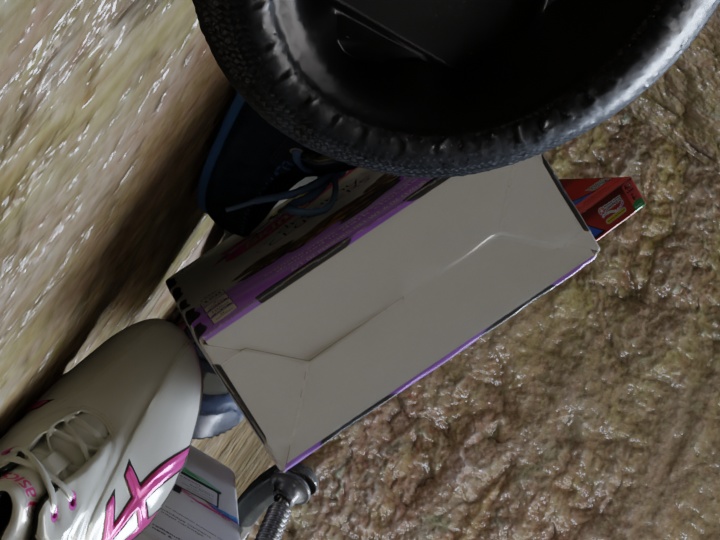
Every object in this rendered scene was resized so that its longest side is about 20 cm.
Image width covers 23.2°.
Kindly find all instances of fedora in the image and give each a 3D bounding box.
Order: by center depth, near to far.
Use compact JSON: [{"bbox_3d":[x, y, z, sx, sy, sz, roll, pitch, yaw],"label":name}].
[{"bbox_3d":[0.034,-0.132,0.571,0.201,0.199,0.092,-59,-154,29],"label":"fedora"}]

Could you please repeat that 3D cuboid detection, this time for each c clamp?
[{"bbox_3d":[-0.069,0.180,0.968,0.171,0.027,0.201,-48,-165,47],"label":"c clamp"}]

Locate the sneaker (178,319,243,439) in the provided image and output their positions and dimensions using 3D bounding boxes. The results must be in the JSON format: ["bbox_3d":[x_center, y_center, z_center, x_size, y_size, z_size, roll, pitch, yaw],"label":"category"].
[{"bbox_3d":[-0.075,0.024,1.035,0.200,0.070,0.083,-56,161,-59],"label":"sneaker"}]

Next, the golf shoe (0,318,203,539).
[{"bbox_3d":[-0.131,0.100,0.760,0.201,0.072,0.092,-55,175,-22],"label":"golf shoe"}]

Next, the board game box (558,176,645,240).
[{"bbox_3d":[0.043,0.015,0.883,0.199,0.020,0.103,-36,-169,-13],"label":"board game box"}]

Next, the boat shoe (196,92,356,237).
[{"bbox_3d":[-0.022,-0.066,0.793,0.084,0.068,0.200,-56,180,-31],"label":"boat shoe"}]

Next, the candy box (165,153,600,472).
[{"bbox_3d":[0.000,0.000,0.830,0.167,0.072,0.200,-34,-169,-6],"label":"candy box"}]

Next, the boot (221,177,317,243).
[{"bbox_3d":[0.015,-0.048,0.961,0.201,0.130,0.068,-58,176,18],"label":"boot"}]

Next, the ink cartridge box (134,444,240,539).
[{"bbox_3d":[-0.136,0.180,0.972,0.145,0.084,0.200,-57,-169,6],"label":"ink cartridge box"}]
